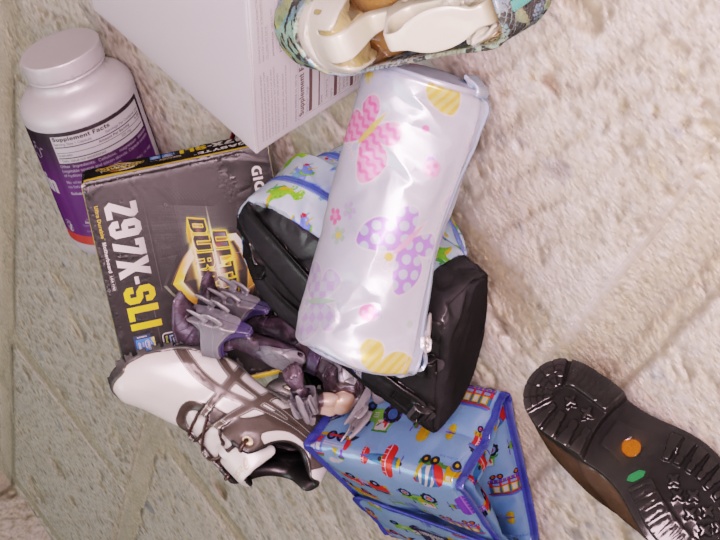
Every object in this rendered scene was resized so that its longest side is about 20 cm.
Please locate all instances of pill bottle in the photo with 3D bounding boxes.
[{"bbox_3d":[-0.252,-0.122,1.426,0.112,0.112,0.202,27,142,46],"label":"pill bottle"}]

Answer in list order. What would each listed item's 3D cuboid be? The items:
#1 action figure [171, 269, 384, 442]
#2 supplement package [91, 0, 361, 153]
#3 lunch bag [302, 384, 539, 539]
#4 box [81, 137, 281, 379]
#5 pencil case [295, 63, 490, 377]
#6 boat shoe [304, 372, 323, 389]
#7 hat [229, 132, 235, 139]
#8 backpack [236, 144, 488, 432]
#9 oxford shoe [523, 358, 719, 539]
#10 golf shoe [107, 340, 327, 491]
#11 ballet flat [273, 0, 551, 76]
[{"bbox_3d":[-0.047,0.061,1.183,0.198,0.130,0.070,18,128,13],"label":"action figure"},{"bbox_3d":[-0.096,-0.213,1.040,0.200,0.110,0.157,42,152,28],"label":"supplement package"},{"bbox_3d":[0.065,0.180,1.237,0.149,0.095,0.201,10,144,32],"label":"lunch bag"},{"bbox_3d":[-0.137,-0.001,1.263,0.049,0.157,0.203,-115,15,-70],"label":"box"},{"bbox_3d":[0.021,-0.033,0.966,0.090,0.083,0.203,19,99,36],"label":"pencil case"},{"bbox_3d":[-0.037,0.086,1.341,0.074,0.066,0.200,59,155,-6],"label":"boat shoe"},{"bbox_3d":[-0.131,-0.056,1.374,0.199,0.164,0.179,9,88,47],"label":"hat"},{"bbox_3d":[0.000,0.000,1.110,0.198,0.155,0.164,22,148,17],"label":"backpack"},{"bbox_3d":[0.196,0.142,1.008,0.200,0.072,0.085,45,170,26],"label":"oxford shoe"},{"bbox_3d":[-0.111,0.122,1.224,0.197,0.095,0.078,14,136,-12],"label":"golf shoe"},{"bbox_3d":[0.016,-0.148,0.882,0.198,0.074,0.075,-10,115,37],"label":"ballet flat"}]
